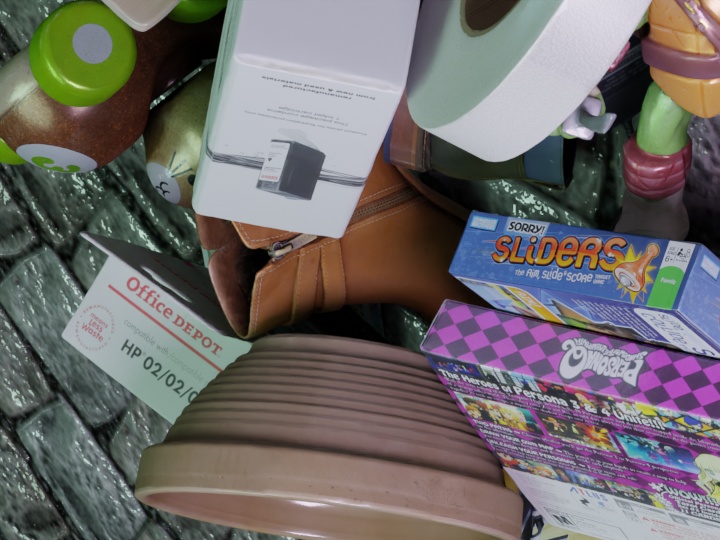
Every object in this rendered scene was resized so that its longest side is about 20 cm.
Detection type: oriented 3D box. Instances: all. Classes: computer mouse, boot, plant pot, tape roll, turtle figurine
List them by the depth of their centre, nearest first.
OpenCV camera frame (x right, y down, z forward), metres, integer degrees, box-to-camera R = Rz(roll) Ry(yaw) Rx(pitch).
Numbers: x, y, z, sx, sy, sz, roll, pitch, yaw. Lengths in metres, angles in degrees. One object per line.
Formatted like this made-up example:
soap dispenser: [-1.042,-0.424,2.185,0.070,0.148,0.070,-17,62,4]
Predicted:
tape roll: [0.087,-0.145,1.319,0.037,0.203,0.203,27,152,-17]
turtle figurine: [0.157,-0.060,1.329,0.200,0.144,0.194,54,164,40]
computer mouse: [0.129,-0.067,1.463,0.034,0.059,0.200,37,151,56]
boot: [0.076,-0.130,1.479,0.097,0.075,0.200,17,126,9]
plant pot: [-0.013,0.087,1.540,0.201,0.201,0.093,-8,72,55]
boot: [0.000,0.000,1.587,0.077,0.155,0.200,10,127,48]

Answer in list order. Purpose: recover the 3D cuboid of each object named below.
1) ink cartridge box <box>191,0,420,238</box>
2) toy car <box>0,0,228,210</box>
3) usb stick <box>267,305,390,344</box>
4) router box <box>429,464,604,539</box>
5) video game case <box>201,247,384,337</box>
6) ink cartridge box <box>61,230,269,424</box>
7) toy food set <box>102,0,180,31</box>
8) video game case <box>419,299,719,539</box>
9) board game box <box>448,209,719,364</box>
ink cartridge box: [-0.023,-0.119,1.444,0.084,0.145,0.200,12,160,-6]
toy car: [-0.099,-0.069,1.662,0.200,0.158,0.164,52,156,-5]
usb stick: [0.004,0.056,1.664,0.033,0.056,0.200,-32,127,22]
router box: [0.110,0.164,1.600,0.157,0.052,0.200,30,107,32]
video game case: [-0.042,0.004,1.775,0.143,0.018,0.200,25,137,38]
ink cartridge box: [-0.086,0.047,1.680,0.115,0.068,0.200,35,-173,28]
toy food set: [-0.131,-0.228,1.429,0.143,0.060,0.200,44,146,19]
video game case: [0.148,0.091,1.439,0.200,0.036,0.181,12,154,35]
board game box: [0.151,0.035,1.423,0.135,0.035,0.200,10,162,40]
